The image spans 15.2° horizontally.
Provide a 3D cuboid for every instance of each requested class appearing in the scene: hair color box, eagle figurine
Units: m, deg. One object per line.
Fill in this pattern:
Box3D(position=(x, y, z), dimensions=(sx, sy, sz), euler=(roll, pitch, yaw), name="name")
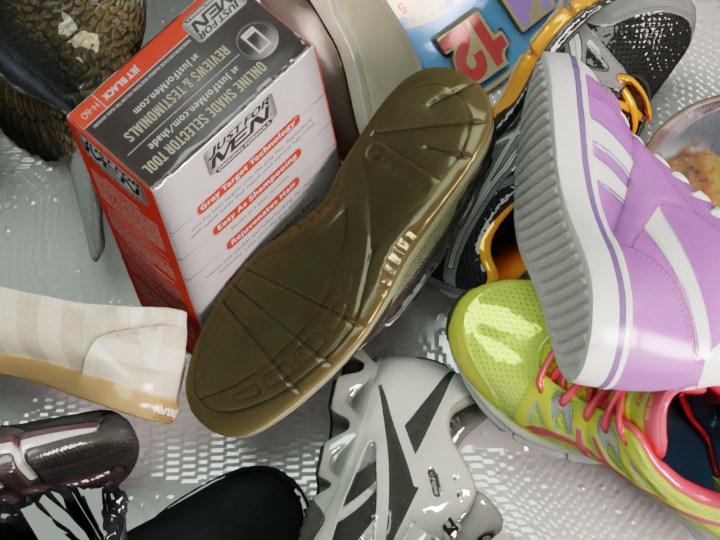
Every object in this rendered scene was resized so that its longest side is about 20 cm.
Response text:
Box3D(position=(-0.063, -0.038, 1.257), dimensions=(0.101, 0.200, 0.061), euler=(-43, 67, -15), name="hair color box")
Box3D(position=(-0.152, -0.119, 1.343), dimensions=(0.199, 0.152, 0.151), euler=(29, 30, 1), name="eagle figurine")

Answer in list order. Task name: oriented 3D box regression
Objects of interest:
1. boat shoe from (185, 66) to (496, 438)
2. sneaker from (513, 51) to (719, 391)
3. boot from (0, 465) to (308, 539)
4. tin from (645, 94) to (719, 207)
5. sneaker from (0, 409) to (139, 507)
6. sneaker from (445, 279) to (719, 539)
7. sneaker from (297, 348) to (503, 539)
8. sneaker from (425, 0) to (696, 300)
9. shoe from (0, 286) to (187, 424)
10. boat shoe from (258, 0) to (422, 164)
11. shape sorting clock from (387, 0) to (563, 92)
Box3D(position=(0.000, -0.001, 1.257), dimensions=(0.072, 0.066, 0.201), euler=(37, 91, 27), name="boat shoe")
Box3D(position=(0.133, -0.019, 1.214), dimensions=(0.114, 0.073, 0.201), euler=(3, 45, -12), name="sneaker")
Box3D(position=(-0.111, 0.134, 1.197), dimensions=(0.198, 0.163, 0.073), euler=(-34, 67, -11), name="boot")
Box3D(position=(0.167, 0.005, 1.304), dimensions=(0.112, 0.042, 0.200), euler=(25, 69, 21), name="tin")
Box3D(position=(-0.212, 0.075, 1.288), dimensions=(0.199, 0.076, 0.116), euler=(-18, 60, -3), name="sneaker")
Box3D(position=(0.126, 0.057, 1.213), dimensions=(0.199, 0.090, 0.078), euler=(30, 78, 17), name="sneaker")
Box3D(position=(0.018, 0.128, 1.237), dimensions=(0.088, 0.074, 0.201), euler=(8, 63, 9), name="sneaker")
Box3D(position=(0.099, -0.058, 1.314), dimensions=(0.200, 0.078, 0.077), euler=(-47, 49, -6), name="sneaker")
Box3D(position=(-0.168, 0.025, 1.293), dimensions=(0.199, 0.070, 0.054), euler=(14, 93, 25), name="shoe")
Box3D(position=(-0.019, -0.109, 1.310), dimensions=(0.059, 0.201, 0.072), euler=(-8, 35, 27), name="boat shoe")
Box3D(position=(0.016, -0.174, 1.351), dimensions=(0.199, 0.039, 0.201), euler=(-4, 103, -16), name="shape sorting clock")
